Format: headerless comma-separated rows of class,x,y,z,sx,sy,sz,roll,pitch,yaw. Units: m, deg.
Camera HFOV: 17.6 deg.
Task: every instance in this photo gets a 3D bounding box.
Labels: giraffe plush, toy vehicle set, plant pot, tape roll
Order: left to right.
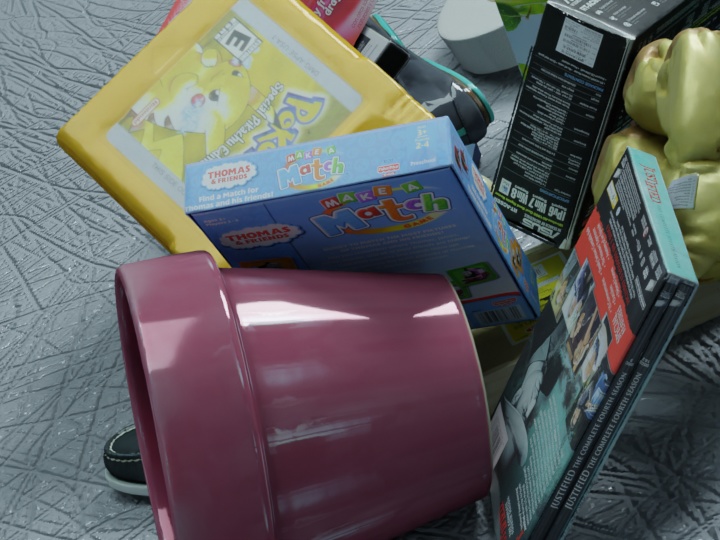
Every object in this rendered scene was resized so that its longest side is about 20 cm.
plant pot,-0.029,0.080,1.271,0.179,0.200,0.200,-10,26,-9
toy vehicle set,0.112,0.026,1.413,0.200,0.027,0.124,-23,27,1
tape roll,0.148,-0.228,1.780,0.203,0.037,0.203,-34,21,15
giraffe plush,0.229,-0.033,1.289,0.162,0.173,0.200,15,13,-11

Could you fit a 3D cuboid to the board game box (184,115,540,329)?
board game box,0.006,-0.014,1.322,0.151,0.200,0.037,-10,63,14

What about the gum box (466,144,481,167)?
gum box,-0.024,-0.031,1.605,0.200,0.045,0.170,-13,28,17

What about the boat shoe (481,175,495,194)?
boat shoe,0.000,0.000,1.477,0.200,0.073,0.063,-30,-12,12

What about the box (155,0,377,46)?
box,-0.087,-0.130,1.584,0.103,0.095,0.200,6,65,59

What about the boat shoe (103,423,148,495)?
boat shoe,-0.073,0.087,1.414,0.200,0.060,0.076,-14,28,17

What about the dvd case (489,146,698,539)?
dvd case,0.116,0.051,1.222,0.022,0.200,0.146,20,25,-12

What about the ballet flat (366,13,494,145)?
ballet flat,0.023,-0.127,1.625,0.073,0.073,0.200,-29,30,-10

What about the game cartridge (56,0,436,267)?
game cartridge,-0.067,-0.082,1.469,0.176,0.032,0.200,-45,64,-6

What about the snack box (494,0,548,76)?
snack box,0.197,-0.175,1.582,0.200,0.142,0.053,-4,32,35

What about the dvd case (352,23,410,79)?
dvd case,-0.051,-0.121,1.647,0.150,0.025,0.200,-53,29,3

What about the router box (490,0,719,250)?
router box,0.163,-0.120,1.454,0.062,0.150,0.200,26,33,19
